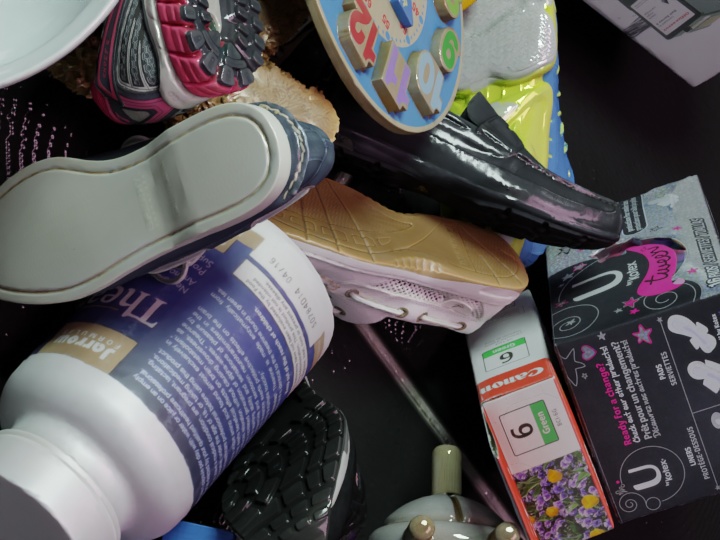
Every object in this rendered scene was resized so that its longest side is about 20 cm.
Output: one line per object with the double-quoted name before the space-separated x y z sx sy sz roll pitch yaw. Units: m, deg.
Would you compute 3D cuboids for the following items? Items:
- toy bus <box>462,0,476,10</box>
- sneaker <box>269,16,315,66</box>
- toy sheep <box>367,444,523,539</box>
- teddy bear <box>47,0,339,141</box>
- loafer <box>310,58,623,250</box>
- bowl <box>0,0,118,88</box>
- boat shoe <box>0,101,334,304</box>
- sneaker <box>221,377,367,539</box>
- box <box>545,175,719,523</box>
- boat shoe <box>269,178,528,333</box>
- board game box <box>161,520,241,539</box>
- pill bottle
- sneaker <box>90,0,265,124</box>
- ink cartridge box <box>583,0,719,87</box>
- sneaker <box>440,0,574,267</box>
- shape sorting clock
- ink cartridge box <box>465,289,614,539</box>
"toy bus" 0.029 -0.248 1.217 0.065 0.078 0.201 -40 116 -39
"sneaker" -0.044 -0.161 1.134 0.077 0.082 0.201 47 56 -34
"toy sheep" 0.050 0.199 1.186 0.138 0.137 0.201 25 65 -43
"teddy bear" -0.095 -0.126 1.064 0.200 0.067 0.145 43 60 -6
"loafer" 0.064 -0.069 1.194 0.200 0.068 0.071 22 78 -4
"bowl" -0.190 -0.163 0.945 0.200 0.090 0.202 0 78 -2
"boat shoe" -0.103 -0.032 0.991 0.062 0.199 0.075 1 68 -58
"sneaker" -0.021 0.115 1.072 0.076 0.200 0.088 -34 108 5
"box" 0.185 0.044 1.284 0.200 0.114 0.133 -85 154 -68
"boat shoe" 0.000 0.000 1.183 0.199 0.069 0.071 17 36 -27
"board game box" -0.072 0.243 1.076 0.152 0.045 0.201 32 69 -61
"pill bottle" -0.110 0.064 1.035 0.200 0.111 0.111 -49 122 -36
"sneaker" -0.097 -0.162 0.998 0.081 0.074 0.201 39 39 -41
"ink cartridge box" 0.181 -0.232 1.338 0.200 0.084 0.147 29 40 -42
"sneaker" 0.095 -0.093 1.301 0.105 0.075 0.201 36 62 -60
"shape sorting clock" 0.012 -0.172 1.097 0.200 0.039 0.201 24 62 -57
"ink cartridge box" 0.108 0.102 1.224 0.200 0.050 0.109 -97 165 -69
